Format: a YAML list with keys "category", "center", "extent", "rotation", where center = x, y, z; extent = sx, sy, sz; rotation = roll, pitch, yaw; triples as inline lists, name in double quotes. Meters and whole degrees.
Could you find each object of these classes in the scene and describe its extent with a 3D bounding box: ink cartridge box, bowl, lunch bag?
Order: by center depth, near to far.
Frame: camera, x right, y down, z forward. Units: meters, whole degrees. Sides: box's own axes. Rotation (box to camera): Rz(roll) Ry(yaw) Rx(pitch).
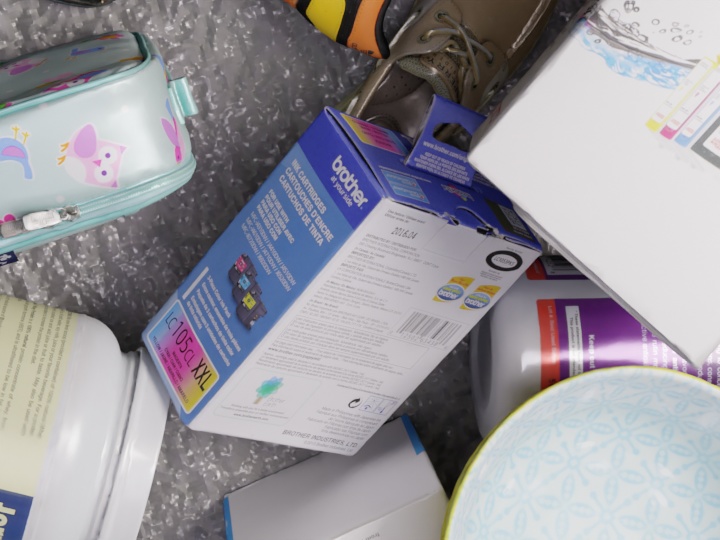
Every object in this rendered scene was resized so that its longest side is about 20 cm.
- category: "ink cartridge box"
  center: [0.166, -0.085, 0.828]
  extent: [0.145, 0.147, 0.200]
  rotation: [41, 101, -2]
- category: "lunch bag"
  center: [-0.161, -0.064, 0.891]
  extent: [0.160, 0.200, 0.077]
  rotation: [-15, 107, -5]
- category: "bowl"
  center: [0.128, 0.152, 0.928]
  extent: [0.199, 0.108, 0.201]
  rotation: [1, 84, -10]
- category: "ink cartridge box"
  center: [0.000, 0.000, 0.936]
  extent: [0.136, 0.076, 0.200]
  rotation: [16, 124, -48]
- category: "ink cartridge box"
  center: [0.019, 0.211, 1.017]
  extent: [0.125, 0.129, 0.201]
  rotation: [-25, 106, -1]

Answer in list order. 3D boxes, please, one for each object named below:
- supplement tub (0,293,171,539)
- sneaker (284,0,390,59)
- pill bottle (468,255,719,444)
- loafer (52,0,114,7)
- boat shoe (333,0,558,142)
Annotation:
- category: "supplement tub"
  center: [-0.211, 0.082, 0.948]
  extent: [0.199, 0.145, 0.146]
  rotation: [15, 101, -10]
- category: "sneaker"
  center: [0.041, -0.203, 0.939]
  extent: [0.090, 0.070, 0.200]
  rotation: [40, 97, 1]
- category: "pill bottle"
  center: [0.166, 0.046, 1.003]
  extent: [0.199, 0.112, 0.113]
  rotation: [-1, 104, -7]
- category: "loafer"
  center: [-0.204, -0.203, 0.922]
  extent: [0.200, 0.063, 0.072]
  rotation: [37, 97, -14]
- category: "boat shoe"
  center: [0.045, -0.111, 0.974]
  extent: [0.072, 0.065, 0.200]
  rotation: [41, 96, -13]
